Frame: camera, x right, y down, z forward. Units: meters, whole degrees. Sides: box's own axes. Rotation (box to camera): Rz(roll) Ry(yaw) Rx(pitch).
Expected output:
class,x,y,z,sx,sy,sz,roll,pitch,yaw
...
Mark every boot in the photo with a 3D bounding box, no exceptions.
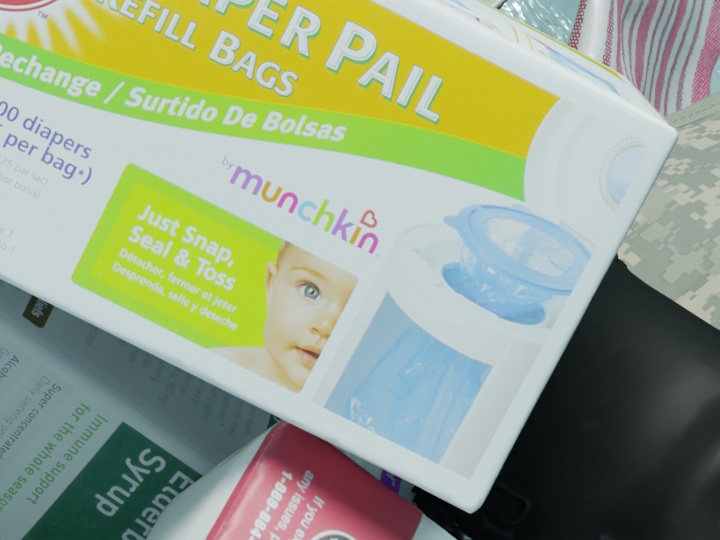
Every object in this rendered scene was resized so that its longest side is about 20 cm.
class,x,y,z,sx,sy,sz,roll,pitch,yaw
boot,0.120,0.039,0.710,0.162,0.198,0.073,27,-12,37

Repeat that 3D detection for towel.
class,x,y,z,sx,sy,sz,roll,pitch,yaw
towel,0.123,-0.112,0.963,0.030,0.147,0.200,13,-7,17

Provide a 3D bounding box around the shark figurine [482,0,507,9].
class,x,y,z,sx,sy,sz,roll,pitch,yaw
shark figurine,0.048,-0.098,0.985,0.128,0.090,0.215,6,36,25

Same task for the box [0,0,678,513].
class,x,y,z,sx,sy,sz,roll,pitch,yaw
box,-0.035,-0.040,0.650,0.200,0.113,0.101,26,10,-6

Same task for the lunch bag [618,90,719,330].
class,x,y,z,sx,sy,sz,roll,pitch,yaw
lunch bag,0.152,0.016,0.855,0.200,0.118,0.164,-14,33,-24

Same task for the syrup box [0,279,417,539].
class,x,y,z,sx,sy,sz,roll,pitch,yaw
syrup box,-0.083,0.042,0.735,0.200,0.079,0.081,37,28,-11

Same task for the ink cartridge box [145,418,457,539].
class,x,y,z,sx,sy,sz,roll,pitch,yaw
ink cartridge box,0.012,0.157,0.642,0.200,0.086,0.148,36,52,-9
